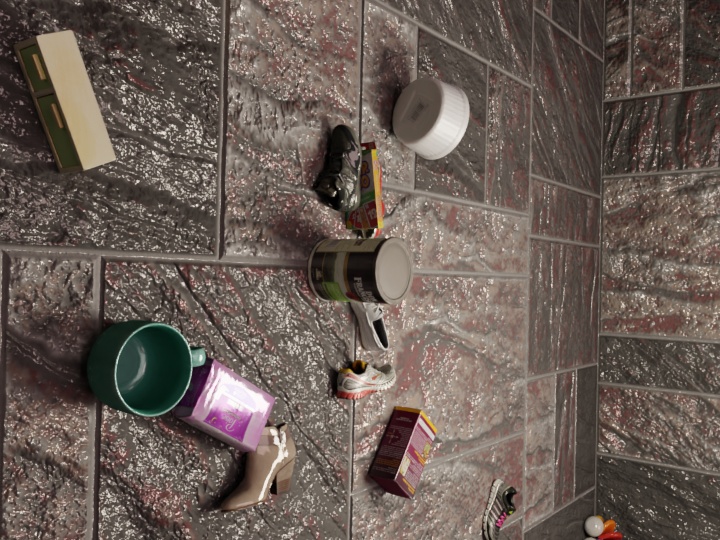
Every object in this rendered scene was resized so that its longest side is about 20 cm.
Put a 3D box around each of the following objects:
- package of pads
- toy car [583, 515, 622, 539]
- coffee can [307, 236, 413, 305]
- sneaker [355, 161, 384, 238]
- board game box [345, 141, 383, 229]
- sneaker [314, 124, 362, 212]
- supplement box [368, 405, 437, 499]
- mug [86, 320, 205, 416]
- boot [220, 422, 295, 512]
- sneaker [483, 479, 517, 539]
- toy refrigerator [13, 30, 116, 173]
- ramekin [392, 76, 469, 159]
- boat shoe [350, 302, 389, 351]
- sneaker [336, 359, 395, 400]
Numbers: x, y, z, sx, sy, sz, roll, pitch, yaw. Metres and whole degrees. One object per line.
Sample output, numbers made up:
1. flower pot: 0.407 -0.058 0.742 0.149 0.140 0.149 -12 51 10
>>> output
1. package of pads: -0.261 0.262 1.348 0.200 0.075 0.122 44 56 -43
2. toy car: 1.038 1.156 2.974 0.175 0.148 0.203 39 61 -42
3. coffee can: 0.000 0.000 1.579 0.145 0.198 0.149 -1 92 -51
4. sneaker: 0.024 -0.177 1.725 0.085 0.076 0.203 -12 107 -62
5. board game box: 0.002 -0.200 1.662 0.030 0.094 0.203 -11 99 -53
6. sneaker: -0.052 -0.234 1.608 0.114 0.075 0.203 -15 108 -57
7. supplement box: 0.114 0.474 1.826 0.111 0.085 0.202 53 51 -38
8. mug: -0.367 0.167 1.178 0.185 0.113 0.154 42 59 -45
9. boot: -0.212 0.395 1.431 0.199 0.069 0.149 -3 87 -53
10. sneaker: 0.460 0.789 2.277 0.074 0.087 0.202 39 61 -45
11. toy refrigerator: -0.460 -0.258 1.083 0.070 0.075 0.203 -33 117 -46
12. ramekin: 0.175 -0.399 1.807 0.097 0.199 0.204 15 79 -43
13. boat shoe: 0.027 0.108 1.721 0.072 0.068 0.203 -25 111 -49
14. sneaker: 0.019 0.257 1.708 0.199 0.077 0.084 -8 96 -52
